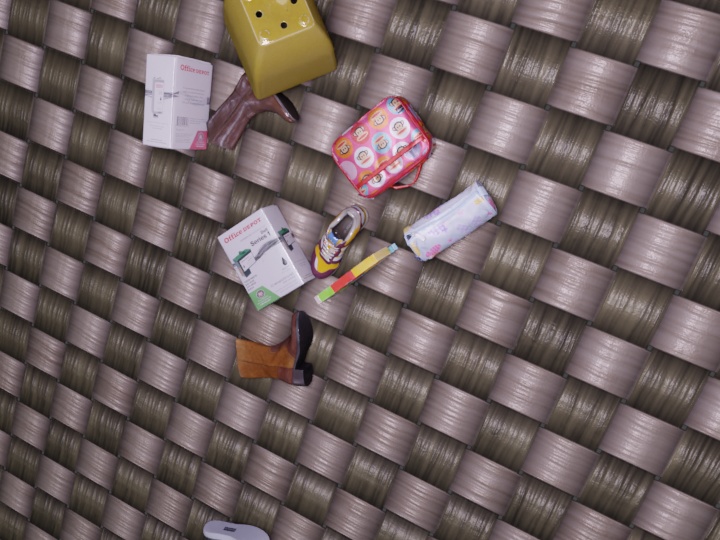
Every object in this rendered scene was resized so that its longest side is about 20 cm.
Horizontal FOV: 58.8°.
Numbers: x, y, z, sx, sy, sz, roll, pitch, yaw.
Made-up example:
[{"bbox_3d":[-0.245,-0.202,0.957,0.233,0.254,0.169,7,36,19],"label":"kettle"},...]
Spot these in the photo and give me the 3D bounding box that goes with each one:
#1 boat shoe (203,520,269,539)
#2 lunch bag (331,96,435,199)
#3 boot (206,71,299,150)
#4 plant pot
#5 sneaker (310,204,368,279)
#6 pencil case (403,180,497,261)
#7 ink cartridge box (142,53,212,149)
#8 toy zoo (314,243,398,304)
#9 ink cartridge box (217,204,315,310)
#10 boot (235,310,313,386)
[{"bbox_3d":[-0.324,0.711,1.686,0.199,0.069,0.057,4,110,24],"label":"boat shoe"},{"bbox_3d":[0.055,-0.252,1.363,0.200,0.082,0.176,-36,91,23],"label":"lunch bag"},{"bbox_3d":[-0.253,-0.335,1.459,0.200,0.064,0.187,-47,70,18],"label":"boot"},{"bbox_3d":[-0.165,-0.492,1.294,0.193,0.200,0.196,-23,93,-4],"label":"plant pot"},{"bbox_3d":[-0.062,-0.062,1.430,0.075,0.090,0.200,36,109,10],"label":"sneaker"},{"bbox_3d":[0.186,-0.104,1.337,0.200,0.091,0.083,-33,49,20],"label":"pencil case"},{"bbox_3d":[-0.416,-0.382,1.463,0.082,0.146,0.201,11,103,18],"label":"ink cartridge box"},{"bbox_3d":[0.000,0.000,1.399,0.200,0.131,0.021,-37,87,22],"label":"toy zoo"},{"bbox_3d":[-0.219,-0.032,1.494,0.146,0.084,0.201,-30,90,21],"label":"ink cartridge box"},{"bbox_3d":[-0.213,0.182,1.558,0.199,0.068,0.189,5,109,26],"label":"boot"}]
